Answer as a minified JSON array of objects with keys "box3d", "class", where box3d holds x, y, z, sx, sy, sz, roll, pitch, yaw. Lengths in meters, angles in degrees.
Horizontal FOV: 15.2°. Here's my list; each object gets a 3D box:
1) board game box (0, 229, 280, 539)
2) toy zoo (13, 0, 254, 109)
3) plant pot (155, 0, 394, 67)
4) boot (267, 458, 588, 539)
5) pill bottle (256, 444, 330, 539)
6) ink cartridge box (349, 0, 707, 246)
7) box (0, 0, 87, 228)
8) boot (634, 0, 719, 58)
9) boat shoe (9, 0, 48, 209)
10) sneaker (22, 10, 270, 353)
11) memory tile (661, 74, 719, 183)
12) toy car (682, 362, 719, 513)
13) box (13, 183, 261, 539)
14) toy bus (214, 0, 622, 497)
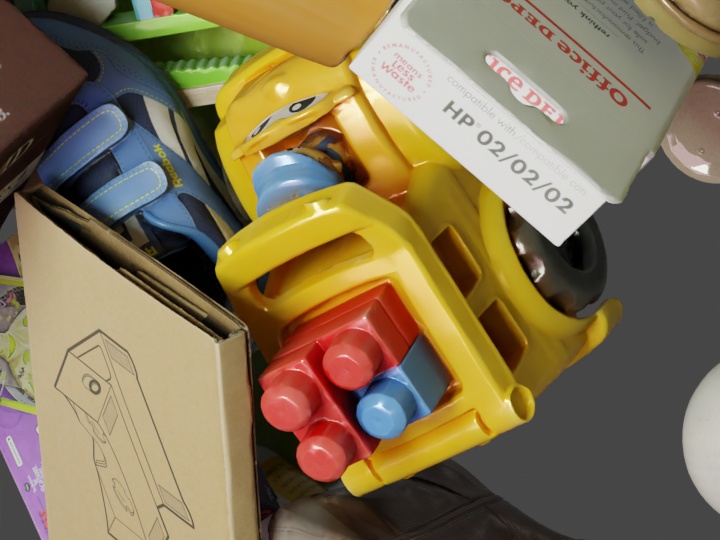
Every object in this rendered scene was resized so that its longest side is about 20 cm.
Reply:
[{"box3d":[-0.130,0.065,1.349,0.120,0.032,0.200,-35,67,18],"class":"board game box"},{"box3d":[-0.107,-0.170,1.257,0.131,0.020,0.200,-8,114,11],"class":"toy zoo"},{"box3d":[-0.053,-0.184,1.099,0.183,0.200,0.200,32,129,-9],"class":"plant pot"},{"box3d":[0.061,0.153,1.249,0.186,0.200,0.064,30,99,13],"class":"boot"},{"box3d":[-0.040,0.158,1.372,0.200,0.104,0.104,34,128,13],"class":"pill bottle"},{"box3d":[0.074,-0.093,1.099,0.115,0.200,0.068,40,129,-5],"class":"ink cartridge box"},{"box3d":[-0.259,-0.047,1.209,0.164,0.166,0.200,43,141,2],"class":"box"},{"box3d":[0.164,-0.206,1.042,0.200,0.066,0.175,-40,61,39],"class":"boot"},{"box3d":[-0.181,-0.132,1.320,0.065,0.072,0.200,33,130,59],"class":"boat shoe"},{"box3d":[-0.108,-0.037,1.257,0.074,0.082,0.200,-40,93,25],"class":"sneaker"},{"box3d":[0.234,-0.060,1.150,0.153,0.017,0.200,50,128,-3],"class":"memory tile"},{"box3d":[0.227,0.122,1.162,0.175,0.150,0.200,-6,120,33],"class":"toy car"},{"box3d":[-0.100,0.079,1.222,0.163,0.021,0.200,32,136,42],"class":"box"},{"box3d":[0.000,0.000,1.199,0.136,0.192,0.200,-26,102,33],"class":"toy bus"}]
